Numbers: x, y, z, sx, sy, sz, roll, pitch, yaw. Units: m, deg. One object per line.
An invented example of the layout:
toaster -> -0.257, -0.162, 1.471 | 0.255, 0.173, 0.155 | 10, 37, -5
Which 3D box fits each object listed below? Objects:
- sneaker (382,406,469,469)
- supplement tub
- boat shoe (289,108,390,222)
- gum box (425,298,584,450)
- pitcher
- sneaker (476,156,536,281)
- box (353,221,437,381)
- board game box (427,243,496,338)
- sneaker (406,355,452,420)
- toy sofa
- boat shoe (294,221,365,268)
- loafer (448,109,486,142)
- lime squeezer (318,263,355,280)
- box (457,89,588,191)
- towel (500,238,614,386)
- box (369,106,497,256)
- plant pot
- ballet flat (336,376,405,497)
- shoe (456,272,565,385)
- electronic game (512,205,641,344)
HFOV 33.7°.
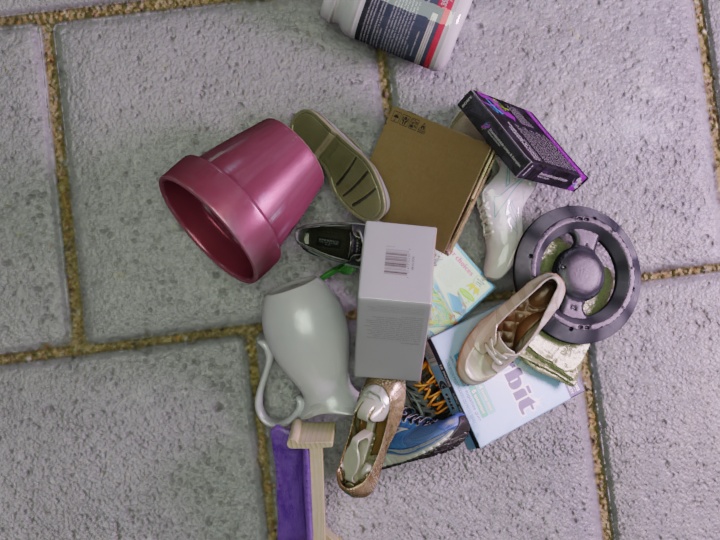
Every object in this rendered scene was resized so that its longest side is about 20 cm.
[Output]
sneaker -> 0.065, 0.229, 1.694 | 0.199, 0.078, 0.090 | -20, 77, 34
supplement tub -> 0.054, -0.389, 1.732 | 0.199, 0.140, 0.141 | 22, 86, -1
boat shoe -> -0.019, -0.155, 1.733 | 0.075, 0.068, 0.200 | -41, 77, 19
gum box -> 0.207, 0.140, 1.721 | 0.199, 0.045, 0.171 | -24, 87, -25
pitcher -> -0.091, 0.122, 1.717 | 0.171, 0.121, 0.201 | -17, 99, 6
sneaker -> 0.202, -0.084, 1.750 | 0.080, 0.070, 0.202 | 17, 80, -19
box -> 0.045, 0.045, 1.601 | 0.097, 0.200, 0.125 | 5, 56, 1
board game box -> 0.086, -0.003, 1.764 | 0.134, 0.034, 0.200 | -41, 89, -4
sneaker -> 0.096, 0.164, 1.734 | 0.078, 0.077, 0.200 | -41, 90, -5
toy sofa -> -0.080, 0.319, 1.689 | 0.097, 0.083, 0.201 | -1, 104, 3
boat shoe -> -0.001, -0.030, 1.664 | 0.199, 0.071, 0.073 | 4, 91, 22
loafer -> 0.150, -0.164, 1.746 | 0.075, 0.068, 0.201 | 23, 72, -2
lime squeezer -> 0.000, 0.000, 1.733 | 0.199, 0.038, 0.071 | -5, 131, 14
box -> 0.232, -0.181, 1.683 | 0.036, 0.200, 0.143 | -45, 64, 21
towel -> 0.284, 0.054, 1.730 | 0.148, 0.036, 0.201 | 31, 68, -13
box -> 0.087, -0.131, 1.698 | 0.200, 0.021, 0.164 | 29, 97, 40
plant pot -> -0.157, -0.112, 1.695 | 0.200, 0.200, 0.179 | 46, 70, 1
ballet flat -> 0.013, 0.222, 1.655 | 0.070, 0.065, 0.201 | 12, 91, 27
shoe -> 0.207, 0.079, 1.644 | 0.070, 0.053, 0.200 | 42, 93, 0
electronic game -> 0.313, 0.006, 1.710 | 0.199, 0.042, 0.202 | 2, 82, -14
